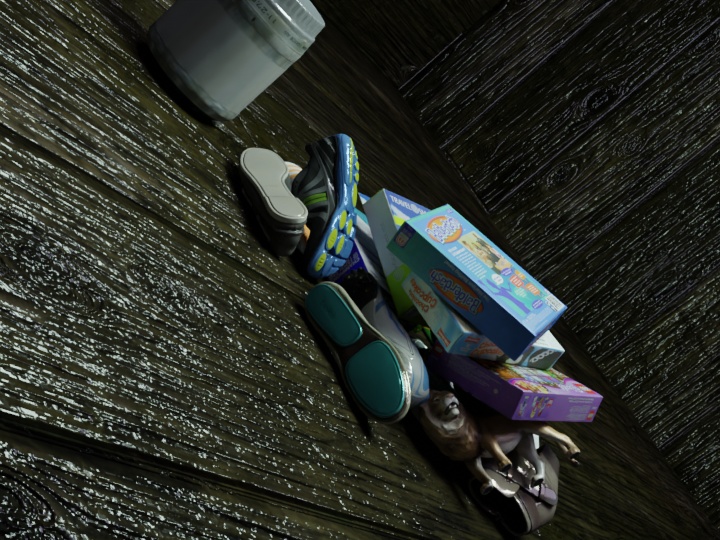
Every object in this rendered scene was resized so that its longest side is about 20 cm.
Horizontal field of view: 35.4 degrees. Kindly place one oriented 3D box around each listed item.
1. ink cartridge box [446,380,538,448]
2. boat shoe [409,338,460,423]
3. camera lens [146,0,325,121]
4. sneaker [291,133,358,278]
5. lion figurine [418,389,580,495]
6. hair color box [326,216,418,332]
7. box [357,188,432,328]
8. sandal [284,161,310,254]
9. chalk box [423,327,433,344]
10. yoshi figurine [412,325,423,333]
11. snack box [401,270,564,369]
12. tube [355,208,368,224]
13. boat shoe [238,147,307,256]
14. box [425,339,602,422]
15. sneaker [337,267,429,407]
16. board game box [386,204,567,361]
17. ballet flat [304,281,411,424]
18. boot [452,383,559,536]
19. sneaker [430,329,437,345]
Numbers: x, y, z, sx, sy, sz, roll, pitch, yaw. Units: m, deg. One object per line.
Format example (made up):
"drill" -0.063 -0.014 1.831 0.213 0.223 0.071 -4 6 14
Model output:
"ink cartridge box" 0.168 0.214 1.522 0.200 0.043 0.174 46 26 -18
"boat shoe" 0.090 0.133 1.427 0.073 0.062 0.200 47 12 -16
"camera lens" -0.166 -0.308 1.473 0.160 0.200 0.160 47 12 -13
"sneaker" -0.050 -0.079 1.423 0.071 0.082 0.201 55 36 -58
"lion figurine" 0.162 0.193 1.326 0.199 0.073 0.123 7 36 -40
"hair color box" 0.000 0.000 1.493 0.109 0.065 0.200 42 13 -35
"box" 0.073 -0.018 1.463 0.121 0.048 0.201 21 41 -44
"sandal" -0.072 -0.087 1.497 0.079 0.059 0.207 39 17 -44
"chalk box" 0.147 0.037 1.787 0.125 0.124 0.201 34 19 -50
"yoshi figurine" 0.057 0.032 1.605 0.200 0.111 0.113 171 -80 -88
"snack box" 0.150 0.059 1.370 0.199 0.037 0.116 13 33 -44
"tube" -0.011 -0.072 1.724 0.200 0.050 0.078 38 12 -29
"boat shoe" -0.114 -0.088 1.389 0.066 0.057 0.200 4 30 -22
"box" 0.189 0.135 1.372 0.136 0.039 0.199 30 12 37
"sneaker" 0.022 0.080 1.323 0.072 0.072 0.201 46 13 -49
"board game box" 0.141 0.009 1.343 0.200 0.045 0.152 43 24 12
"ballet flat" 0.004 0.094 1.235 0.069 0.069 0.201 34 20 -53
"boot" 0.165 0.223 1.377 0.200 0.070 0.146 43 35 7
"sneaker" 0.134 0.101 1.620 0.201 0.070 0.078 75 30 -42
